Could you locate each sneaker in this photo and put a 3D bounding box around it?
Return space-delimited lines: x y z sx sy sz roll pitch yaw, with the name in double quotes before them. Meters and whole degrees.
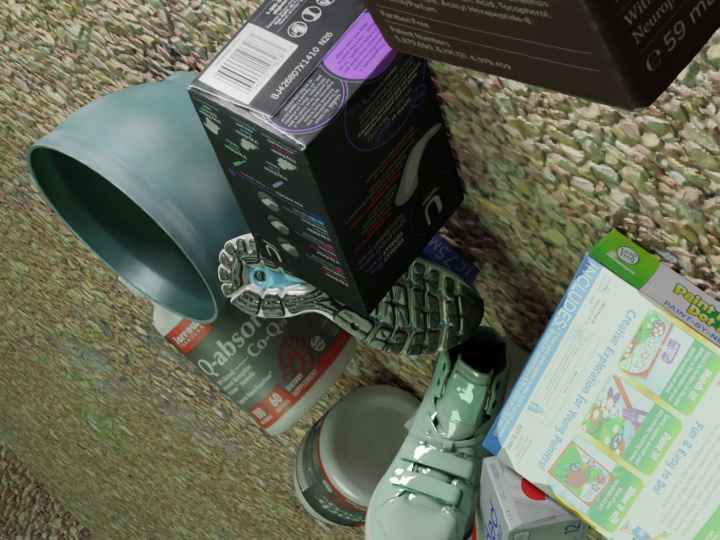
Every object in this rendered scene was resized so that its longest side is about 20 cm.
"sneaker" 0.000 0.000 1.489 0.199 0.090 0.079 15 116 16
"sneaker" 0.056 0.127 1.462 0.074 0.201 0.118 17 137 8

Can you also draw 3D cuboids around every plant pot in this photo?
"plant pot" -0.148 -0.073 1.613 0.200 0.134 0.200 36 160 15

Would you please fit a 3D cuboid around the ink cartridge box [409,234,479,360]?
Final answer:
"ink cartridge box" 0.026 -0.005 1.577 0.119 0.042 0.200 40 162 5

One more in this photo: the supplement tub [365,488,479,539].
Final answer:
"supplement tub" 0.107 0.238 1.653 0.200 0.123 0.122 42 161 -11

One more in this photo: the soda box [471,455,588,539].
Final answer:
"soda box" 0.121 0.217 1.498 0.200 0.063 0.068 93 163 -50

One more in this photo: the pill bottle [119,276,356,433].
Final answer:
"pill bottle" -0.111 0.040 1.794 0.200 0.116 0.116 42 161 -5

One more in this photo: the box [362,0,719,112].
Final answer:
"box" 0.074 -0.204 0.862 0.164 0.166 0.200 22 154 45

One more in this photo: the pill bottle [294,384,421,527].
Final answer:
"pill bottle" 0.001 0.183 1.918 0.116 0.116 0.200 41 161 1

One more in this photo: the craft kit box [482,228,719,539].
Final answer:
"craft kit box" 0.202 0.103 1.347 0.197 0.048 0.200 38 133 15

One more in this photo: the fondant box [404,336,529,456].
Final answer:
"fondant box" 0.130 0.139 1.668 0.144 0.058 0.200 41 162 -1

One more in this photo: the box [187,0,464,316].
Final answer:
"box" -0.019 -0.084 1.361 0.106 0.122 0.200 29 157 29
